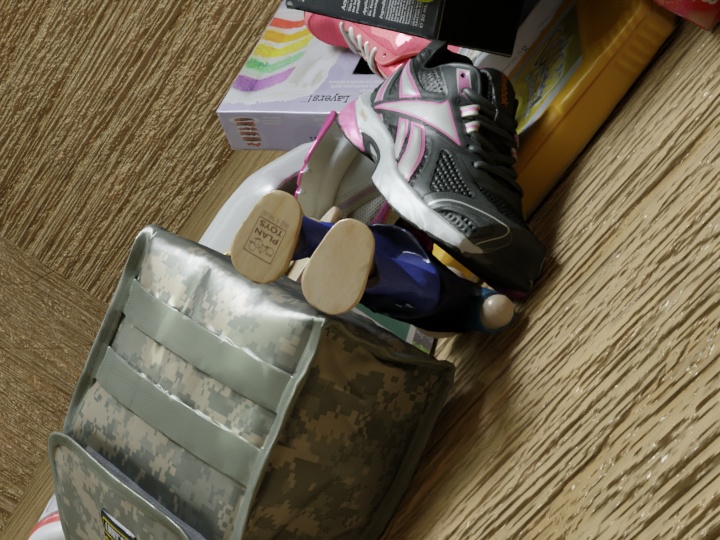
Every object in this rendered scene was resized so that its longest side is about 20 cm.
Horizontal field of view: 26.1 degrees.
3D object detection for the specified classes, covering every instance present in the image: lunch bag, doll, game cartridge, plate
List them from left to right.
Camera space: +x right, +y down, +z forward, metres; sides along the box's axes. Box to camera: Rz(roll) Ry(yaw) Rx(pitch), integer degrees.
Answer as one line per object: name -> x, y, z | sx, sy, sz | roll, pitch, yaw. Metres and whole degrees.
lunch bag -> -0.073, 0.100, 0.788 | 0.164, 0.117, 0.201 | 27, 94, 47
plate -> -0.081, -0.012, 1.063 | 0.200, 0.032, 0.200 | -54, -6, 24
doll -> 0.011, 0.001, 0.772 | 0.200, 0.136, 0.049 | 19, -86, -64
game cartridge -> 0.113, -0.105, 0.914 | 0.200, 0.032, 0.177 | -55, 10, 24

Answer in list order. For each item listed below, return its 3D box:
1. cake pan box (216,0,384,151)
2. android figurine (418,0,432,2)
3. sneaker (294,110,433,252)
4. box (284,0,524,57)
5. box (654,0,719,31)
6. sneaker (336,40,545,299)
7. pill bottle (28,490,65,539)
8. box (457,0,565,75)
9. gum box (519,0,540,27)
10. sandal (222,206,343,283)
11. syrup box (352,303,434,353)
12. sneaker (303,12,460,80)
cake pan box -> -0.002, -0.178, 1.351 | 0.199, 0.052, 0.185 | 5, 50, 27
android figurine -> 0.029, -0.235, 0.836 | 0.182, 0.041, 0.201 | 121, 147, -50
sneaker -> 0.000, 0.000, 0.991 | 0.082, 0.088, 0.201 | -66, -11, -50
box -> 0.042, -0.244, 0.947 | 0.141, 0.079, 0.202 | 21, 102, 42
box -> 0.135, -0.224, 0.786 | 0.095, 0.102, 0.201 | -52, 35, 25
sneaker -> 0.052, -0.068, 0.829 | 0.086, 0.080, 0.200 | -48, 38, 12
pill bottle -> -0.170, 0.170, 1.187 | 0.116, 0.115, 0.201 | -49, 12, 38
box -> 0.135, -0.203, 1.092 | 0.200, 0.041, 0.156 | -47, 15, 50
gum box -> 0.144, -0.269, 1.013 | 0.170, 0.044, 0.201 | -49, 14, 36
sandal -> -0.097, 0.031, 0.934 | 0.212, 0.069, 0.078 | -53, 10, 21
syrup box -> -0.041, 0.083, 0.937 | 0.200, 0.078, 0.082 | -51, 11, 32
sneaker -> 0.024, -0.190, 1.262 | 0.199, 0.074, 0.087 | 9, 63, 37
